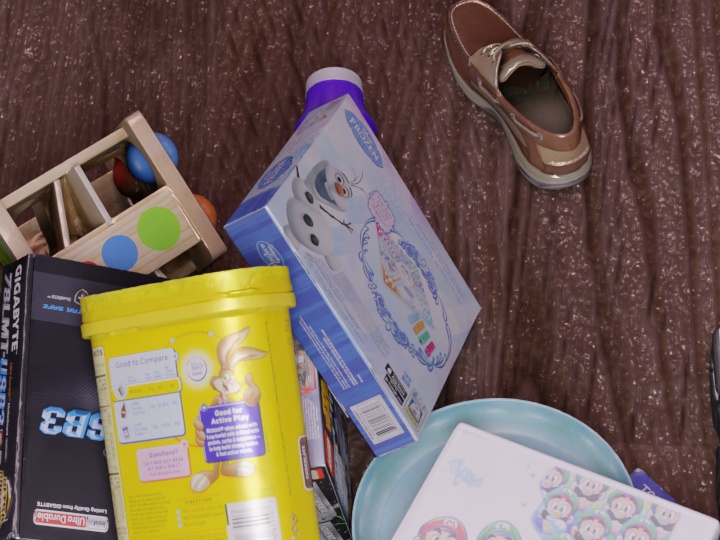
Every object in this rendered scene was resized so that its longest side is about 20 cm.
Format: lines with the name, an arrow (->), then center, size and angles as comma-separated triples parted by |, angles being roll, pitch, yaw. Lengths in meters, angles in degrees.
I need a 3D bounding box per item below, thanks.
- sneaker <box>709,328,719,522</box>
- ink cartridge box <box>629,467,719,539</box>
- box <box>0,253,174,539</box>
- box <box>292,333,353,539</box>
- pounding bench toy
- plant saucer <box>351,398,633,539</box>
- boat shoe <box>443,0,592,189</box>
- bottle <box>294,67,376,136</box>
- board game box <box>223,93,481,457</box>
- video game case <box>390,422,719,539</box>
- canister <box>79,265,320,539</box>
sneaker -> 0.313, 0.124, 1.546 | 0.115, 0.076, 0.201 | 0, 52, 5
ink cartridge box -> 0.193, 0.248, 1.491 | 0.200, 0.043, 0.196 | -39, 61, -19
box -> -0.160, 0.103, 1.509 | 0.200, 0.050, 0.199 | 13, 70, -33
box -> -0.037, 0.089, 1.554 | 0.040, 0.137, 0.200 | -9, 56, 6
pounding bench toy -> -0.175, 0.006, 1.627 | 0.156, 0.124, 0.200 | -33, 91, -19
plant saucer -> 0.094, 0.179, 1.510 | 0.200, 0.027, 0.200 | -3, 53, 4
boat shoe -> 0.130, -0.157, 1.753 | 0.076, 0.072, 0.200 | -26, 58, -14
bottle -> -0.019, -0.070, 1.707 | 0.083, 0.065, 0.200 | -3, 55, 0
board game box -> 0.000, 0.000, 1.546 | 0.043, 0.200, 0.199 | -24, 17, 28
video game case -> 0.116, 0.208, 1.454 | 0.200, 0.024, 0.182 | 20, 57, 20
canister -> -0.104, 0.107, 1.425 | 0.148, 0.087, 0.200 | -10, 86, 31
